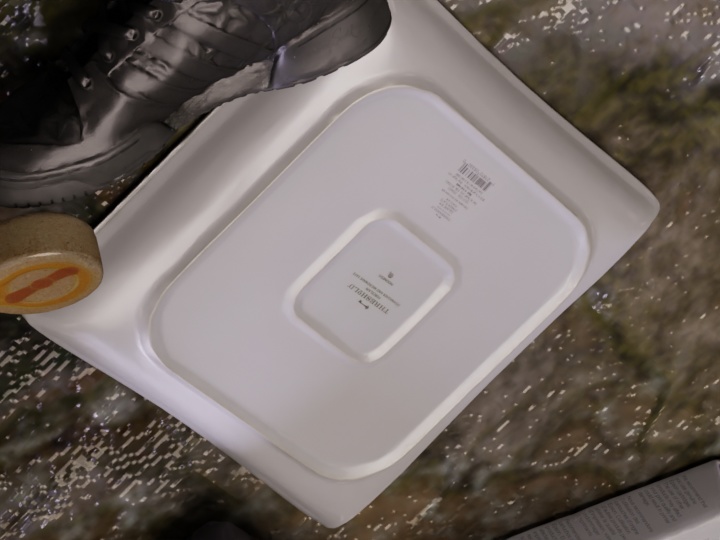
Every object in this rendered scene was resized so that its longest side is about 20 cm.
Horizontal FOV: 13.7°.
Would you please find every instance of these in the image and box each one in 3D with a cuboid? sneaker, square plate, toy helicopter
[{"bbox_3d":[-0.060,-0.107,1.063,0.199,0.060,0.105,-25,128,-11],"label":"sneaker"},{"bbox_3d":[0.000,0.000,1.186,0.198,0.028,0.200,-44,130,10],"label":"square plate"},{"bbox_3d":[-0.189,0.018,1.072,0.199,0.079,0.132,-11,152,-3],"label":"toy helicopter"}]

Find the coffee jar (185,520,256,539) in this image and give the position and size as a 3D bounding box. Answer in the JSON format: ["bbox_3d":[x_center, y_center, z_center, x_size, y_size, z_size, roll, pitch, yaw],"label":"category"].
[{"bbox_3d":[-0.085,0.199,1.252,0.200,0.085,0.104,-47,131,11],"label":"coffee jar"}]

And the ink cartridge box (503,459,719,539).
[{"bbox_3d":[0.127,0.186,1.374,0.199,0.043,0.197,-19,129,-10],"label":"ink cartridge box"}]
